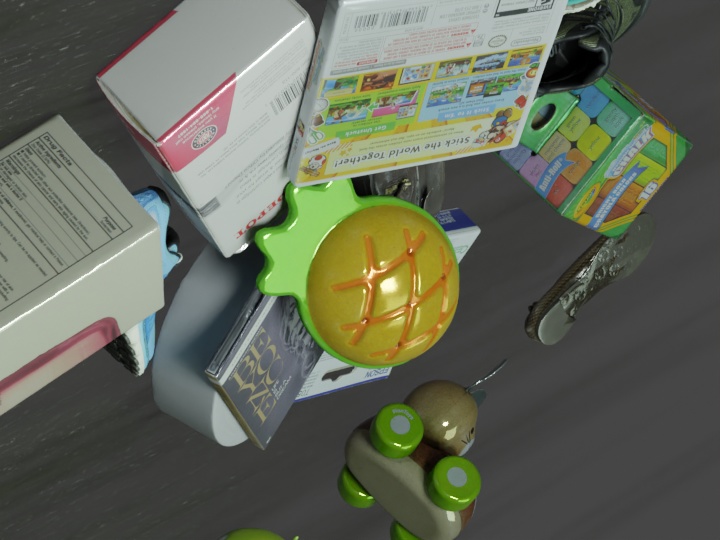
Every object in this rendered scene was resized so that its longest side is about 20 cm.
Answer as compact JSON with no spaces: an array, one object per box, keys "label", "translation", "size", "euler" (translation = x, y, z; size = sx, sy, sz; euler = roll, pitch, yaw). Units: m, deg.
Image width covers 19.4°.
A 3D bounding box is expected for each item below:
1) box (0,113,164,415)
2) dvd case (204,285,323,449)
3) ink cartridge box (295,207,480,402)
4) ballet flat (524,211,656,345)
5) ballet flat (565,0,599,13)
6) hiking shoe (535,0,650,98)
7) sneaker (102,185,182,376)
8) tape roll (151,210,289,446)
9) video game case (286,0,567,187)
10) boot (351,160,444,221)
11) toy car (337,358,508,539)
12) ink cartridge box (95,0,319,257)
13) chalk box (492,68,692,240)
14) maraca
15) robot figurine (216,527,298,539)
[{"label":"box","translation":[-0.251,0.008,1.462],"size":[0.199,0.128,0.109],"euler":[-34,154,-22]},{"label":"dvd case","translation":[-0.065,0.056,1.743],"size":[0.149,0.016,0.200],"euler":[-59,161,-14]},{"label":"ink cartridge box","translation":[0.002,0.034,2.011],"size":[0.199,0.041,0.201],"euler":[-11,139,-52]},{"label":"ballet flat","translation":[0.256,0.004,2.376],"size":[0.200,0.046,0.067],"euler":[-46,126,-11]},{"label":"ballet flat","translation":[0.205,-0.270,1.827],"size":[0.199,0.072,0.072],"euler":[-33,154,-24]},{"label":"hiking shoe","translation":[0.198,-0.198,1.862],"size":[0.199,0.100,0.076],"euler":[-33,130,-25]},{"label":"sneaker","translation":[-0.172,0.008,1.655],"size":[0.090,0.078,0.201],"euler":[-40,160,-27]},{"label":"tape roll","translation":[-0.095,0.045,1.776],"size":[0.201,0.066,0.201],"euler":[-54,160,-30]},{"label":"video game case","translation":[0.051,-0.148,1.560],"size":[0.199,0.023,0.183],"euler":[-12,141,-26]},{"label":"boot","translation":[0.019,-0.105,1.780],"size":[0.174,0.069,0.202],"euler":[-44,135,-54]},{"label":"toy car","translation":[0.093,0.183,2.285],"size":[0.200,0.158,0.165],"euler":[-44,171,-32]},{"label":"ink cartridge box","translation":[-0.094,-0.117,1.565],"size":[0.146,0.083,0.200],"euler":[-42,155,-8]},{"label":"chalk box","translation":[0.205,-0.126,1.979],"size":[0.125,0.124,0.200],"euler":[-51,155,12]},{"label":"maraca","translation":[0.000,0.000,1.659],"size":[0.200,0.107,0.138],"euler":[35,85,-36]},{"label":"robot figurine","translation":[-0.127,0.356,2.227],"size":[0.175,0.116,0.201],"euler":[-15,143,-40]}]
